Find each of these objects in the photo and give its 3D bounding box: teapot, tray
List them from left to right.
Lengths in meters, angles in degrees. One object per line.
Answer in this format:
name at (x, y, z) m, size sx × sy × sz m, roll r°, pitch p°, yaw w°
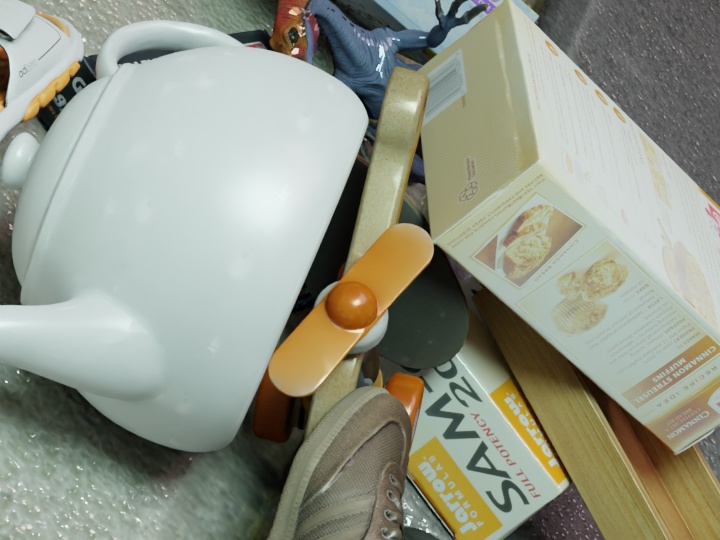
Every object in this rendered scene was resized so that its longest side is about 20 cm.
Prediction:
teapot at (-0.092, -0.026, 0.941) m, size 0.145 × 0.198 × 0.200 m, roll 24°, pitch -3°, yaw -2°
tray at (0.141, 0.091, 1.124) m, size 0.098 × 0.037 × 0.201 m, roll 0°, pitch 58°, yaw -58°

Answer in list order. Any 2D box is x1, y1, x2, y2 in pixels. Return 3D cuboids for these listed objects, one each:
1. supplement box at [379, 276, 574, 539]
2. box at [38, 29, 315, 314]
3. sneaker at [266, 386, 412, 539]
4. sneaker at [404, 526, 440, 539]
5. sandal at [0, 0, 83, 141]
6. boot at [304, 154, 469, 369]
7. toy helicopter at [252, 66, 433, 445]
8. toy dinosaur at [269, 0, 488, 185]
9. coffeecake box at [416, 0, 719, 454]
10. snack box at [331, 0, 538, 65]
supplement box at (0.085, 0.066, 1.187) m, size 0.126 × 0.073 × 0.200 m, roll 52°, pitch 27°, yaw 4°
box at (-0.068, -0.052, 1.138) m, size 0.159 × 0.046 × 0.200 m, roll 54°, pitch 27°, yaw 8°
sneaker at (-0.006, 0.137, 0.894) m, size 0.071 × 0.075 × 0.200 m, roll 80°, pitch 30°, yaw -45°
sneaker at (0.013, 0.184, 0.922) m, size 0.079 × 0.075 × 0.201 m, roll 33°, pitch 30°, yaw -26°
sandal at (-0.187, -0.090, 0.955) m, size 0.207 × 0.079 × 0.059 m, roll -71°, pitch 148°, yaw -59°
boot at (-0.011, -0.036, 1.084) m, size 0.200 × 0.074 × 0.075 m, roll 49°, pitch 16°, yaw 1°
toy helicopter at (0.000, 0.000, 0.990) m, size 0.078 × 0.201 × 0.132 m, roll 13°, pitch -3°, yaw 6°
toy dinosaur at (0.004, -0.100, 1.247) m, size 0.181 × 0.200 × 0.105 m, roll 39°, pitch 69°, yaw -20°
coffeecake box at (0.123, -0.023, 1.101) m, size 0.200 × 0.073 × 0.154 m, roll 40°, pitch 26°, yaw -28°
snack box at (0.006, -0.204, 1.341) m, size 0.168 × 0.068 × 0.200 m, roll 38°, pitch 2°, yaw -22°
